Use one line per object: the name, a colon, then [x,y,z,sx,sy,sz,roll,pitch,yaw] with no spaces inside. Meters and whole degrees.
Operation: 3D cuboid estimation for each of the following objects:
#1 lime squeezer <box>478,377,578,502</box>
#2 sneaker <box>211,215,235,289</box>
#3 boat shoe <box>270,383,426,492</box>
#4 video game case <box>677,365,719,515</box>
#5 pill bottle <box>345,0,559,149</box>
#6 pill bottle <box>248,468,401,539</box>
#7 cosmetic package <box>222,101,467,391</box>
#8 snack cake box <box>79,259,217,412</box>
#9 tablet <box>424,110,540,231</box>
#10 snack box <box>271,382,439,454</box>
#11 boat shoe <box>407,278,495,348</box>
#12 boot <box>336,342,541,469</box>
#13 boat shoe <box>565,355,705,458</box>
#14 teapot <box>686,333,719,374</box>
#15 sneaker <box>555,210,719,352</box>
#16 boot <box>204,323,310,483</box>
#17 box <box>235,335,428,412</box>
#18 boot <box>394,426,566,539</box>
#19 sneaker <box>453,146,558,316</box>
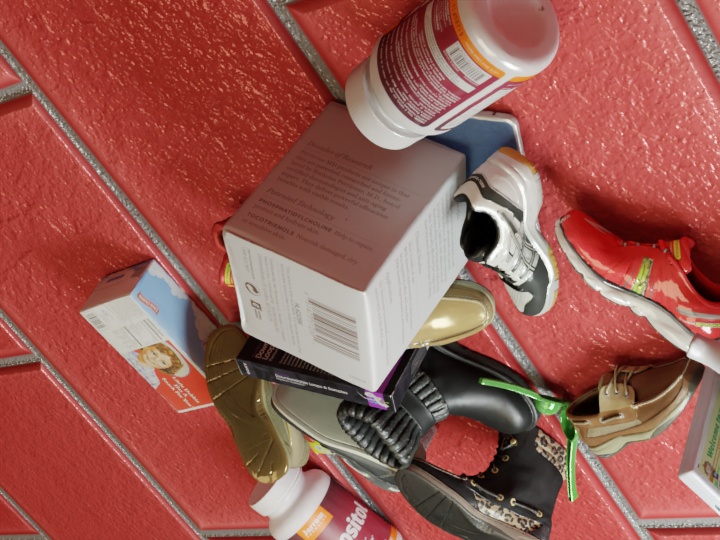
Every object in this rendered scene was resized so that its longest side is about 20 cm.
lime squeezer: [0.211,0.169,1.739,0.070,0.038,0.200,-36,114,6]
sneaker: [-0.111,0.009,1.677,0.200,0.084,0.077,-123,27,-46]
boat shoe: [-0.022,0.198,1.814,0.199,0.072,0.068,29,138,-1]
video game case: [0.396,0.183,1.510,0.182,0.200,0.022,42,135,-15]
pill bottle: [0.077,-0.189,1.380,0.110,0.110,0.200,42,142,-15]
pill bottle: [-0.050,0.345,2.080,0.200,0.113,0.113,39,143,-12]
cosmetic package: [-0.008,-0.025,1.536,0.166,0.200,0.168,23,145,22]
snack cake box: [-0.248,0.087,1.960,0.115,0.067,0.200,-17,123,43]
tablet: [0.116,-0.085,1.554,0.129,0.014,0.201,9,139,27]
snack box: [-0.019,0.139,1.860,0.168,0.068,0.201,0,135,35]
boat shoe: [0.043,0.058,1.614,0.199,0.076,0.072,-10,106,15]
boot: [0.089,0.165,1.738,0.210,0.158,0.080,29,143,3]
boat shoe: [0.287,0.140,1.645,0.074,0.076,0.200,38,142,-5]
teapot: [0.429,0.123,1.460,0.146,0.197,0.201,22,134,56]
sneaker: [0.283,-0.006,1.483,0.199,0.077,0.085,34,123,-1]
boot: [-0.125,0.163,1.930,0.072,0.155,0.201,-25,84,11]
box: [-0.023,0.077,1.729,0.199,0.143,0.036,13,141,24]
boot: [0.149,0.240,1.788,0.199,0.151,0.073,29,144,0]
sneaker: [0.137,-0.025,1.512,0.075,0.087,0.201,30,148,45]
